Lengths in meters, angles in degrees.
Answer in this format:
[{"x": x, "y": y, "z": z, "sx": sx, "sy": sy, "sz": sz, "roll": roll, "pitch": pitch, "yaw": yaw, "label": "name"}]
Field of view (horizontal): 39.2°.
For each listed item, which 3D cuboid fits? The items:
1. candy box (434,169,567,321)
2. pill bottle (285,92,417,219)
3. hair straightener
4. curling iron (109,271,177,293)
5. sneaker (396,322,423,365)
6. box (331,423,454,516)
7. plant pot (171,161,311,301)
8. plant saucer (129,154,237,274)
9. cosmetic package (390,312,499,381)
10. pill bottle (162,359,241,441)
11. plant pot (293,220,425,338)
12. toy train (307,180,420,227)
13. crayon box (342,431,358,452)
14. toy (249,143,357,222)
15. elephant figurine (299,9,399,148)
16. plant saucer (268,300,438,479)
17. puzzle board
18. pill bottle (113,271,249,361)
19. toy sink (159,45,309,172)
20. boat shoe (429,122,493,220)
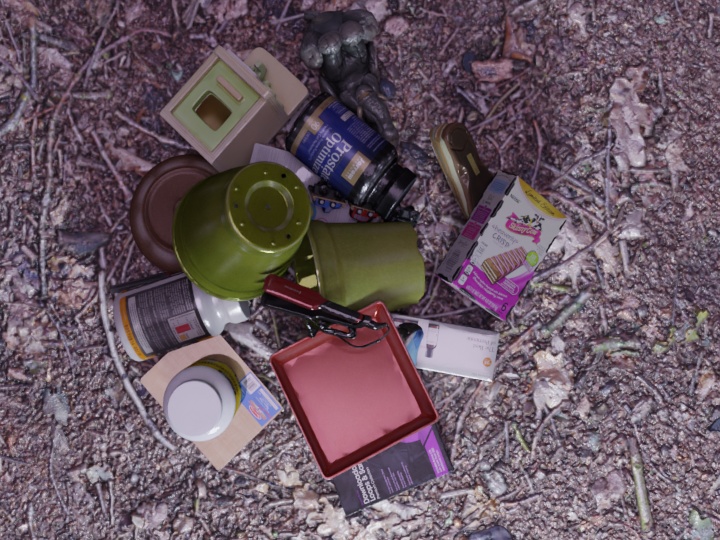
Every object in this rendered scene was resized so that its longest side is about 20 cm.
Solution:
[{"x": 0.229, "y": -0.040, "z": 1.634, "sx": 0.135, "sy": 0.061, "sz": 0.202, "roll": 32, "pitch": 88, "yaw": -31, "label": "candy box"}, {"x": -0.012, "y": -0.175, "z": 1.578, "sx": 0.199, "sy": 0.112, "sz": 0.112, "roll": 39, "pitch": 89, "yaw": 4, "label": "pill bottle"}, {"x": -0.053, "y": 0.066, "z": 1.486, "sx": 0.196, "sy": 0.078, "sz": 0.041, "roll": 16, "pitch": 48, "yaw": -4, "label": "hair straightener"}, {"x": -0.316, "y": 0.002, "z": 1.661, "sx": 0.196, "sy": 0.026, "sz": 0.050, "roll": -20, "pitch": 85, "yaw": -2, "label": "curling iron"}, {"x": 0.064, "y": 0.179, "z": 1.618, "sx": 0.088, "sy": 0.078, "sz": 0.203, "roll": 13, "pitch": 105, "yaw": -21, "label": "sneaker"}, {"x": 0.039, "y": 0.299, "z": 1.666, "sx": 0.197, "sy": 0.036, "sz": 0.145, "roll": -23, "pitch": 90, "yaw": 0, "label": "box"}, {"x": -0.161, "y": -0.070, "z": 1.484, "sx": 0.197, "sy": 0.192, "sz": 0.205, "roll": 4, "pitch": 78, "yaw": -22, "label": "plant pot"}, {"x": -0.281, "y": -0.095, "z": 1.643, "sx": 0.196, "sy": 0.037, "sz": 0.205, "roll": 0, "pitch": 81, "yaw": -2, "label": "plant saucer"}, {"x": 0.125, "y": 0.125, "z": 1.662, "sx": 0.196, "sy": 0.051, "sz": 0.084, "roll": 10, "pitch": 91, "yaw": -1, "label": "cosmetic package"}, {"x": -0.244, "y": 0.201, "z": 1.560, "sx": 0.110, "sy": 0.200, "sz": 0.115, "roll": 0, "pitch": 90, "yaw": -3, "label": "pill bottle"}, {"x": 0.000, "y": 0.000, "z": 1.602, "sx": 0.181, "sy": 0.200, "sz": 0.205, "roll": -10, "pitch": 90, "yaw": -13, "label": "plant pot"}, {"x": 0.004, "y": -0.102, "z": 1.644, "sx": 0.196, "sy": 0.034, "sz": 0.046, "roll": 14, "pitch": 111, "yaw": -19, "label": "toy train"}, {"x": -0.064, "y": 0.224, "z": 1.595, "sx": 0.051, "sy": 0.126, "sz": 0.202, "roll": -31, "pitch": 76, "yaw": -3, "label": "crayon box"}, {"x": -0.095, "y": -0.129, "z": 1.651, "sx": 0.196, "sy": 0.047, "sz": 0.117, "roll": 13, "pitch": 101, "yaw": -19, "label": "toy"}, {"x": -0.015, "y": -0.308, "z": 1.628, "sx": 0.139, "sy": 0.157, "sz": 0.202, "roll": -6, "pitch": 131, "yaw": 27, "label": "elephant figurine"}, {"x": -0.011, "y": 0.178, "z": 1.517, "sx": 0.197, "sy": 0.037, "sz": 0.203, "roll": -25, "pitch": 83, "yaw": -11, "label": "plant saucer"}, {"x": -0.245, "y": 0.204, "z": 1.668, "sx": 0.150, "sy": 0.017, "sz": 0.201, "roll": -42, "pitch": 92, "yaw": -3, "label": "puzzle board"}, {"x": -0.283, "y": 0.062, "z": 1.609, "sx": 0.196, "sy": 0.116, "sz": 0.119, "roll": -17, "pitch": 90, "yaw": 4, "label": "pill bottle"}, {"x": -0.198, "y": -0.267, "z": 1.605, "sx": 0.130, "sy": 0.112, "sz": 0.200, "roll": 43, "pitch": 88, "yaw": 17, "label": "toy sink"}, {"x": 0.170, "y": -0.151, "z": 1.658, "sx": 0.071, "sy": 0.076, "sz": 0.203, "roll": -33, "pitch": 112, "yaw": -28, "label": "boat shoe"}]
